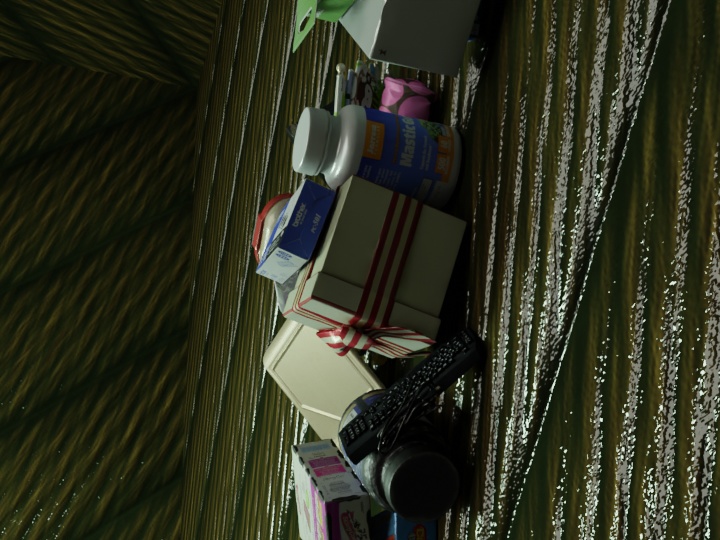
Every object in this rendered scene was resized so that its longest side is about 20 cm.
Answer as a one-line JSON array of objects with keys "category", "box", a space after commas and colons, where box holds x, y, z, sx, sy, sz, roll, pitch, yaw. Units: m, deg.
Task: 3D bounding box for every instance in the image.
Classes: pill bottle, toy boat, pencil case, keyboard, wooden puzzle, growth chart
[{"category": "pill bottle", "box": [0.019, -0.148, 1.415, 0.112, 0.198, 0.113, -170, 90, -74]}, {"category": "toy boat", "box": [-0.082, -0.066, 1.719, 0.131, 0.198, 0.132, 42, 124, 51]}, {"category": "pencil case", "box": [0.052, -0.165, 1.534, 0.094, 0.090, 0.202, -19, -54, -61]}, {"category": "keyboard", "box": [0.053, 0.137, 1.274, 0.200, 0.040, 0.104, -42, 24, 2]}, {"category": "wooden puzzle", "box": [-0.050, 0.150, 1.586, 0.201, 0.037, 0.185, 54, 138, 17]}, {"category": "growth chart", "box": [0.013, -0.226, 1.578, 0.018, 0.199, 0.146, 0, 89, 31]}, {"category": "pill bottle", "box": [0.046, 0.222, 1.333, 0.200, 0.111, 0.113, -141, 59, -71]}]

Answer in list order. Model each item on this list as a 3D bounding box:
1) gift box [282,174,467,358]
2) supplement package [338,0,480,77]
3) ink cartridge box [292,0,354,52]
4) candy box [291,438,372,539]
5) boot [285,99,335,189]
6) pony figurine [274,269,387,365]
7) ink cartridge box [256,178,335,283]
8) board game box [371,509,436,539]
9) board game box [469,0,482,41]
[{"category": "gift box", "box": [0.027, 0.015, 1.374, 0.185, 0.198, 0.188, 134, 156, -74]}, {"category": "supplement package", "box": [0.057, -0.336, 1.389, 0.200, 0.119, 0.122, -115, 38, -59]}, {"category": "ink cartridge box", "box": [-0.035, -0.379, 1.399, 0.104, 0.059, 0.202, 155, 123, -68]}, {"category": "candy box", "box": [-0.035, 0.314, 1.420, 0.200, 0.060, 0.138, -142, 47, -70]}, {"category": "boot", "box": [0.004, -0.184, 1.655, 0.204, 0.154, 0.074, 47, 172, 17]}, {"category": "pony figurine", "box": [-0.036, 0.075, 1.649, 0.200, 0.165, 0.195, 48, 142, 48]}, {"category": "ink cartridge box", "box": [-0.086, -0.046, 1.426, 0.200, 0.044, 0.095, 144, 149, -74]}, {"category": "board game box", "box": [0.037, 0.409, 1.388, 0.200, 0.055, 0.198, 131, 143, -62]}, {"category": "board game box", "box": [0.112, -0.364, 1.484, 0.200, 0.034, 0.137, -168, 85, -73]}]
